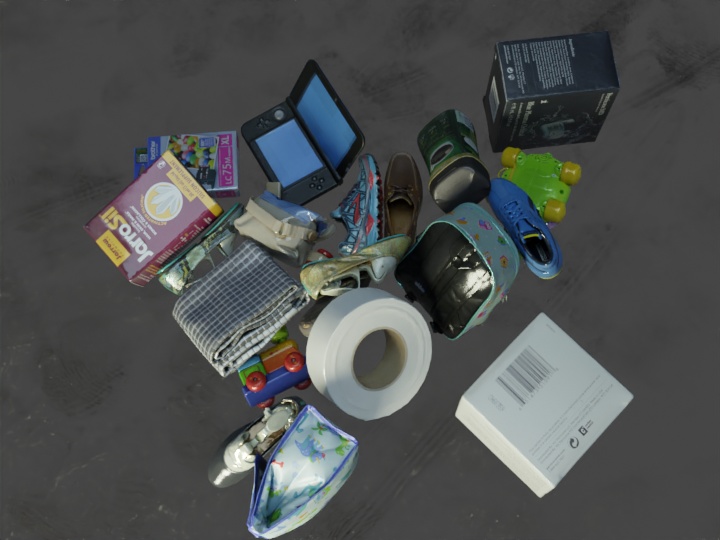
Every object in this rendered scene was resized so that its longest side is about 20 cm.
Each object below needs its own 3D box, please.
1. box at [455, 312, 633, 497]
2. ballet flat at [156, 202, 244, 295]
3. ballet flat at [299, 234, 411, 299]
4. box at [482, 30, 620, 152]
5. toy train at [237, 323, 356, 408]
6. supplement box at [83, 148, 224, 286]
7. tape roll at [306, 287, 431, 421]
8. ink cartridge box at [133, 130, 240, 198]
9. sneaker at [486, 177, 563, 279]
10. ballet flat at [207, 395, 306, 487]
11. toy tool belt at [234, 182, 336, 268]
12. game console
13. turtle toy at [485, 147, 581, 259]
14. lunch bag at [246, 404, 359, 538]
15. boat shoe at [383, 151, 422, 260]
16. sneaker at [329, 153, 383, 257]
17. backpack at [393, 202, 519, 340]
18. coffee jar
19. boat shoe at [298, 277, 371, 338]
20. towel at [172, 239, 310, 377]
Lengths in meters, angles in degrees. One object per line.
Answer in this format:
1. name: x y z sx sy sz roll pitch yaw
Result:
1. box: 0.289 0.217 1.510 0.200 0.131 0.199 43 77 14
2. ballet flat: -0.265 -0.033 1.657 0.200 0.074 0.074 -43 75 -11
3. ballet flat: 0.000 0.000 1.545 0.198 0.071 0.071 -17 70 -14
4. box: 0.330 -0.311 1.661 0.197 0.197 0.119 -7 71 -1
5. toy train: -0.118 0.135 1.584 0.198 0.085 0.116 -26 58 -8
6. supplement box: -0.354 -0.090 1.628 0.200 0.103 0.131 -43 86 -4
7. tape roll: 0.015 0.134 1.519 0.200 0.071 0.205 -8 107 -28
8. ink cartridge box: -0.320 -0.188 1.720 0.197 0.042 0.121 -5 70 1
9. sneaker: 0.267 -0.079 1.544 0.066 0.078 0.201 -32 68 7
10. ballet flat: -0.169 0.275 1.534 0.199 0.073 0.073 -39 74 -11
11. toy tool belt: -0.110 -0.076 1.625 0.198 0.125 0.124 25 73 24
12. game console: -0.108 -0.242 1.691 0.169 0.119 0.201 -29 72 -9
13. turtle toy: 0.295 -0.115 1.642 0.144 0.101 0.202 19 74 23
14. lunch bag: -0.099 0.325 1.462 0.127 0.170 0.201 33 76 12
15. boat shoe: 0.075 -0.123 1.670 0.071 0.068 0.203 2 70 2
16. sneaker: -0.008 -0.115 1.664 0.094 0.079 0.203 -1 70 3
17. backpack: 0.173 -0.009 1.558 0.152 0.201 0.176 -28 70 -30
18. coffee jar: 0.161 -0.185 1.629 0.104 0.085 0.201 -37 33 23
19. boat shoe: -0.032 0.063 1.592 0.074 0.074 0.200 58 46 -20
20. towel: -0.201 0.056 1.567 0.200 0.086 0.165 -41 43 -11
